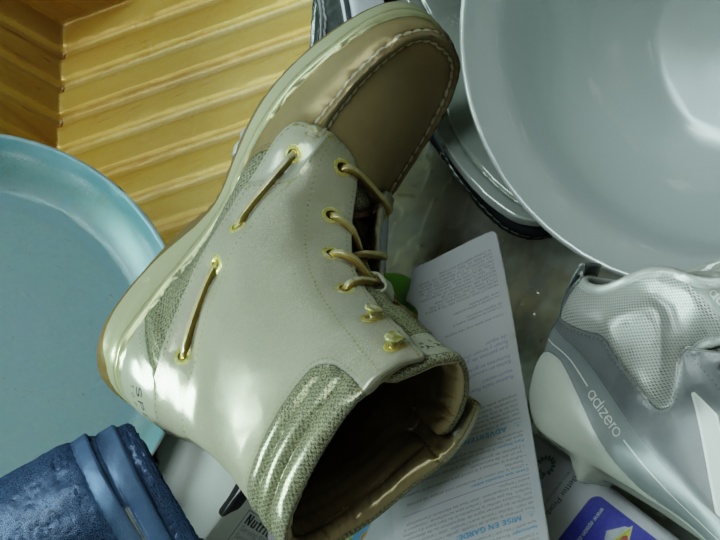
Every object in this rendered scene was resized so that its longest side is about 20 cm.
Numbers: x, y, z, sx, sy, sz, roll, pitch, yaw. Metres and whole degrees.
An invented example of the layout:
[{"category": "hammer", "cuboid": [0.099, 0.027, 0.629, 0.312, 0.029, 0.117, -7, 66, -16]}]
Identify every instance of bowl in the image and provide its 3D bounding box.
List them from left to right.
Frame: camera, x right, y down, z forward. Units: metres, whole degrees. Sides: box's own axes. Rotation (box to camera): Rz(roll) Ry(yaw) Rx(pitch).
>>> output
[{"category": "bowl", "cuboid": [0.147, -0.093, 0.826, 0.201, 0.090, 0.201, 3, 96, 26]}]

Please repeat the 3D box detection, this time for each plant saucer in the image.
[{"category": "plant saucer", "cuboid": [-0.172, 0.035, 0.891, 0.200, 0.027, 0.200, 1, 65, -2]}]

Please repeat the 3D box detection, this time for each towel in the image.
[{"category": "towel", "cuboid": [-0.150, 0.151, 0.817, 0.200, 0.049, 0.112, -30, 93, -2]}]

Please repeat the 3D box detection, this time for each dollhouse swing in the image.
[{"category": "dollhouse swing", "cuboid": [-0.122, -0.095, 1.002, 0.176, 0.182, 0.200, -26, 51, 35]}]

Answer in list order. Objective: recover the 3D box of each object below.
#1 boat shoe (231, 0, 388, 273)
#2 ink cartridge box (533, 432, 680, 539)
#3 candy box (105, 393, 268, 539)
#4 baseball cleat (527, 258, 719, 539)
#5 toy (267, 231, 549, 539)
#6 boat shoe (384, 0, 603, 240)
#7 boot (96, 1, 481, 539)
[{"category": "boat shoe", "cuboid": [-0.024, -0.042, 0.928, 0.068, 0.074, 0.200, 4, 81, -7]}, {"category": "ink cartridge box", "cuboid": [0.105, 0.151, 0.776, 0.099, 0.039, 0.200, -51, 46, -1]}, {"category": "candy box", "cuboid": [-0.128, 0.135, 0.926, 0.168, 0.072, 0.200, 33, 86, 43]}, {"category": "baseball cleat", "cuboid": [0.147, 0.060, 0.745, 0.200, 0.070, 0.107, 28, 113, 28]}, {"category": "toy", "cuboid": [0.022, 0.089, 0.813, 0.115, 0.047, 0.200, -24, 49, 19]}, {"category": "boat shoe", "cuboid": [0.055, -0.082, 0.932, 0.076, 0.060, 0.200, -9, 51, -9]}, {"category": "boot", "cuboid": [0.000, 0.000, 0.808, 0.200, 0.072, 0.155, -52, 41, -2]}]
